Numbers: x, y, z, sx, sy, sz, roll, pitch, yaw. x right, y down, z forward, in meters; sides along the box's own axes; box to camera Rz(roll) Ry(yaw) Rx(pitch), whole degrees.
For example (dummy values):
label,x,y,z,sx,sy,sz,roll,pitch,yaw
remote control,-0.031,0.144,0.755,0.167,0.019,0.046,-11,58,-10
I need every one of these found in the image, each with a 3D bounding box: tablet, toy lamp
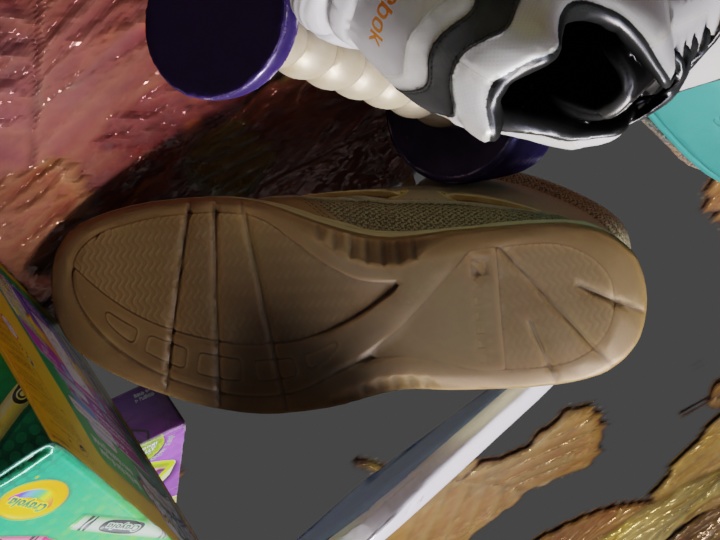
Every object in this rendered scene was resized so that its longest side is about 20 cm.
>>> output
label,x,y,z,sx,sy,sz,roll,pitch,yaw
tablet,0.005,0.084,1.005,0.130,0.014,0.200,-38,178,31
toy lamp,0.006,-0.063,0.935,0.058,0.058,0.200,-43,155,20

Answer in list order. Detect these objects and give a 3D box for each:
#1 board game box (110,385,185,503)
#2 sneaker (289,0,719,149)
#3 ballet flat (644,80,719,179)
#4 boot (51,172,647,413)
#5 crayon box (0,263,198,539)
label,x,y,z,sx,sy,sz,roll,pitch,yaw
board game box,-0.162,0.120,1.104,0.200,0.032,0.120,-25,158,-22
sneaker,0.066,-0.064,0.804,0.200,0.080,0.074,-6,134,-50
ballet flat,0.089,-0.096,0.940,0.068,0.067,0.200,-20,146,20
boot,0.000,0.000,1.013,0.200,0.073,0.155,-2,-172,5
crayon box,-0.117,0.052,0.914,0.058,0.119,0.200,-34,157,0
